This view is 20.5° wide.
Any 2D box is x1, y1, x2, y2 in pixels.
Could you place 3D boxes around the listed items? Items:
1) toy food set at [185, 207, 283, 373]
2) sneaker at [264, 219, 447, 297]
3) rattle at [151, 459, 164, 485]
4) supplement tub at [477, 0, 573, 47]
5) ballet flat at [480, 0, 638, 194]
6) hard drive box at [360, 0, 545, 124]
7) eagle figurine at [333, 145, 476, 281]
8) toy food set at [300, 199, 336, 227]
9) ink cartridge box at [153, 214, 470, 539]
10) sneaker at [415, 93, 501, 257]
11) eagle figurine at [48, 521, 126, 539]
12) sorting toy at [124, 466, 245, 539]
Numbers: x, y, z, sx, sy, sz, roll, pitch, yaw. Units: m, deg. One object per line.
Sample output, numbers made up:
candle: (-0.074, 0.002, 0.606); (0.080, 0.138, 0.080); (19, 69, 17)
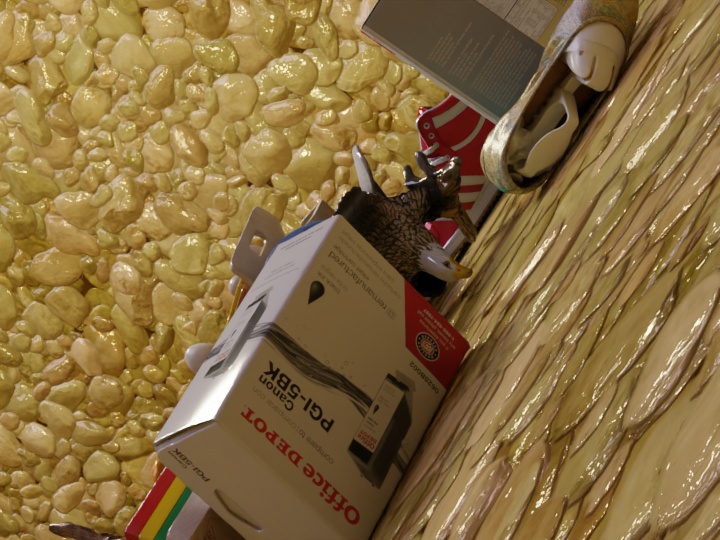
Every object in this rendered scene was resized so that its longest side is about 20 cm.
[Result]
toy food set: (-0.129, 0.056, 1.872); (0.144, 0.060, 0.202); (-74, 2, -66)
sneaker: (0.000, 0.000, 1.812); (0.199, 0.078, 0.071); (-9, -54, -49)
rattle: (-0.172, 0.268, 2.048); (0.200, 0.142, 0.131); (158, 128, -74)
supplement tub: (0.158, -0.296, 1.970); (0.145, 0.199, 0.144); (-56, 3, 4)
ballet flat: (0.169, -0.145, 1.606); (0.201, 0.070, 0.071); (-55, 3, 14)
hard drive box: (0.101, -0.187, 1.749); (0.077, 0.199, 0.156); (-55, 2, 5)
eagle figurine: (0.025, -0.006, 1.702); (0.200, 0.152, 0.151); (-52, 22, -20)
toy food set: (-0.008, 0.005, 1.979); (0.060, 0.143, 0.200); (-47, 4, 7)
ink cartridge box: (-0.030, 0.087, 1.382); (0.083, 0.147, 0.201); (-26, 27, 48)
sneaker: (0.074, -0.085, 1.934); (0.201, 0.112, 0.071); (-57, 2, 2)
eagle figurine: (-0.124, 0.194, 1.626); (0.199, 0.152, 0.151); (-26, -25, -51)
sorting toy: (-0.096, 0.177, 1.475); (0.201, 0.069, 0.199); (82, -149, -46)
